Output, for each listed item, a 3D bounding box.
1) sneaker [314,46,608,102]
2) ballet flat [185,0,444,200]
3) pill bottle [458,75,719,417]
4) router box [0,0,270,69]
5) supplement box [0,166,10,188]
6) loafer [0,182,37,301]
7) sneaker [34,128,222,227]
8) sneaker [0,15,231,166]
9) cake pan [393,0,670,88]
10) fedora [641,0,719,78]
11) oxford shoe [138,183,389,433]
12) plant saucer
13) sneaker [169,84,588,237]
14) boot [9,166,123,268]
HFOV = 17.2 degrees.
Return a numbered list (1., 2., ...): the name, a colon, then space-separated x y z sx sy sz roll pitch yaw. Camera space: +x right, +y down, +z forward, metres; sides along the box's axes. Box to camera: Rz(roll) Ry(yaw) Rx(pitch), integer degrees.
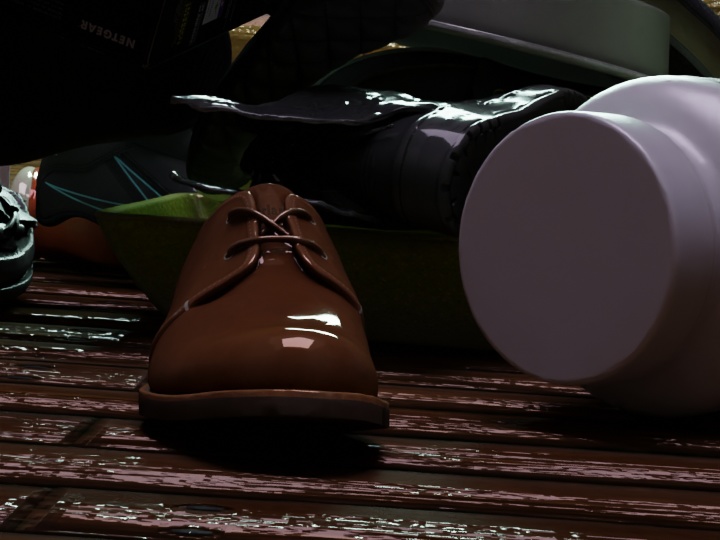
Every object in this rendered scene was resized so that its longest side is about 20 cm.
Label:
1. sneaker: 0.076 -0.062 1.064 0.198 0.076 0.106 3 1 -22
2. ballet flat: -0.026 -0.074 0.976 0.057 0.067 0.200 36 -31 -2
3. pill bottle: 0.126 -0.009 0.809 0.112 0.114 0.199 7 5 40
4. router box: -0.138 -0.147 0.931 0.199 0.051 0.149 22 20 11
5. supplement box: -0.309 -0.050 1.333 0.199 0.062 0.108 -2 7 -42
6. loafer: -0.171 -0.024 0.981 0.071 0.063 0.200 24 11 5
7. sneaker: -0.067 -0.023 1.166 0.199 0.080 0.075 25 1 5
8. sneaker: -0.162 -0.096 0.986 0.120 0.084 0.199 17 13 39
9. cake pan: 0.055 -0.119 1.101 0.198 0.037 0.200 13 3 -1
10. fedora: 0.120 -0.109 1.250 0.200 0.092 0.201 37 -6 5
11. oxford shoe: -0.031 0.011 0.720 0.071 0.072 0.200 4 6 -10
12. plant saucer: 0.000 0.000 1.023 0.198 0.048 0.200 5 5 6
13. sneaker: 0.016 -0.046 0.930 0.103 0.061 0.199 9 9 25
14. boot: -0.139 -0.039 1.293 0.106 0.076 0.200 -1 6 0
